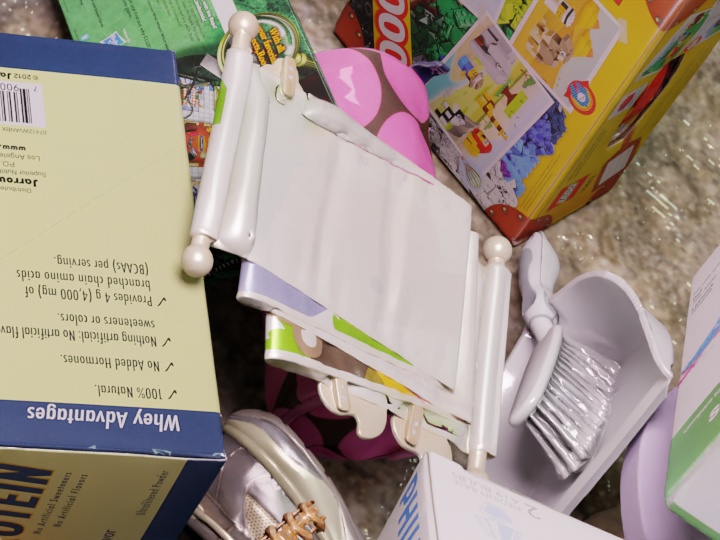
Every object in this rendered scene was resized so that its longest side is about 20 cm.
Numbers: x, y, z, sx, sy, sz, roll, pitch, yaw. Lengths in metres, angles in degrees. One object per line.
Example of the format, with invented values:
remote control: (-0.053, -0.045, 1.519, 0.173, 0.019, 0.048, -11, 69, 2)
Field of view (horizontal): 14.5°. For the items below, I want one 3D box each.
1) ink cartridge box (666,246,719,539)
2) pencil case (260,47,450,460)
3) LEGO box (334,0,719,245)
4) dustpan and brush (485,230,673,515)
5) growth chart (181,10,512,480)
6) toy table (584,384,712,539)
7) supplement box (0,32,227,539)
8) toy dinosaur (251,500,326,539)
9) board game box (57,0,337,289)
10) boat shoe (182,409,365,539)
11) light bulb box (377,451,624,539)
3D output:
ink cartridge box: (0.211, 0.058, 1.156, 0.144, 0.084, 0.200, 34, 27, -7)
pencil case: (0.000, -0.005, 1.297, 0.094, 0.090, 0.201, 38, 42, -45)
LEGO box: (0.089, -0.134, 1.344, 0.077, 0.200, 0.149, -29, 72, -36)
dustpan and brush: (0.089, 0.039, 1.299, 0.057, 0.140, 0.200, 34, 26, -7)
growth chart: (0.000, 0.000, 1.201, 0.200, 0.018, 0.145, 38, 52, -33)
toy table: (0.165, 0.162, 1.232, 0.183, 0.117, 0.201, -2, 60, -25)
supplement box: (-0.176, 0.018, 1.169, 0.199, 0.134, 0.201, 4, 57, -21)
toy dinosaur: (-0.086, 0.173, 1.099, 0.199, 0.136, 0.103, -25, 83, 10)
board game box: (-0.070, -0.085, 1.301, 0.104, 0.023, 0.201, -25, 54, 4)
boat shoe: (-0.013, 0.155, 1.201, 0.073, 0.075, 0.200, -35, 80, -10)
light bulb box: (0.068, 0.210, 1.078, 0.197, 0.201, 0.125, 24, 21, -12)
